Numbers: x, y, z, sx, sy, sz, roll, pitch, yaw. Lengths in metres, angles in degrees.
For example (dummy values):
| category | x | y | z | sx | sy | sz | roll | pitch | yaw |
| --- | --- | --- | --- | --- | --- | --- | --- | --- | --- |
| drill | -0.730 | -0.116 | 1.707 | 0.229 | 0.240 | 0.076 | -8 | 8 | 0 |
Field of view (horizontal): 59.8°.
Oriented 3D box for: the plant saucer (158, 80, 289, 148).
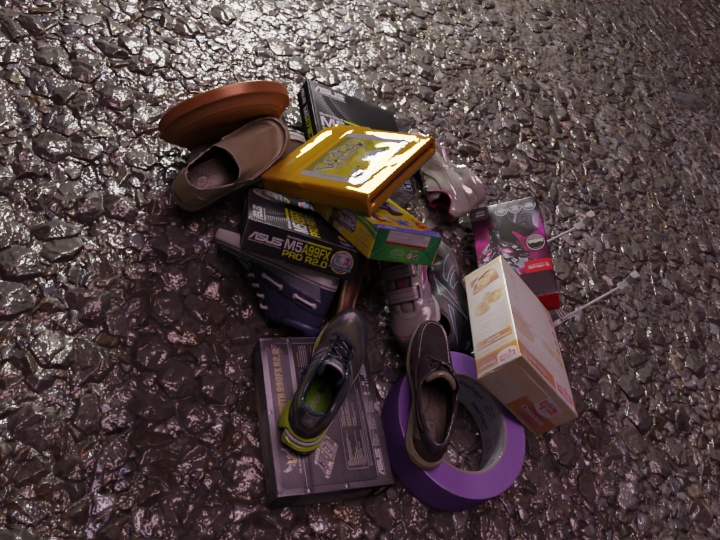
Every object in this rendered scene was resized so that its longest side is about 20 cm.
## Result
| category | x | y | z | sx | sy | sz | roll | pitch | yaw |
| --- | --- | --- | --- | --- | --- | --- | --- | --- | --- |
| plant saucer | -0.196 | -0.222 | 0.920 | 0.196 | 0.199 | 0.033 | -19 | 90 | -34 |

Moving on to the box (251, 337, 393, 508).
| category | x | y | z | sx | sy | sz | roll | pitch | yaw |
| --- | --- | --- | --- | --- | --- | --- | --- | --- | --- |
| box | -0.052 | 0.188 | 0.805 | 0.154 | 0.049 | 0.205 | 2 | 58 | -25 |

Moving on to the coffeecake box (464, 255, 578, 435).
| category | x | y | z | sx | sy | sz | roll | pitch | yaw |
| --- | --- | --- | --- | --- | --- | --- | --- | --- | --- |
| coffeecake box | 0.228 | 0.105 | 0.907 | 0.153 | 0.072 | 0.203 | 44 | 30 | -28 |

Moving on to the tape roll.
| category | x | y | z | sx | sy | sz | roll | pitch | yaw |
| --- | --- | --- | --- | --- | --- | --- | --- | --- | --- |
| tape roll | 0.128 | 0.218 | 0.864 | 0.194 | 0.066 | 0.205 | 14 | 53 | -18 |

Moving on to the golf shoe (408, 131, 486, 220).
| category | x | y | z | sx | sy | sz | roll | pitch | yaw |
| --- | --- | --- | --- | --- | --- | --- | --- | --- | --- |
| golf shoe | 0.134 | -0.172 | 1.126 | 0.091 | 0.076 | 0.200 | -42 | 63 | -7 |

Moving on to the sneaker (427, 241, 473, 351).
| category | x | y | z | sx | sy | sz | roll | pitch | yaw |
| --- | --- | --- | --- | --- | --- | --- | --- | --- | --- |
| sneaker | 0.124 | 0.033 | 0.981 | 0.077 | 0.076 | 0.204 | -12 | 64 | -29 |

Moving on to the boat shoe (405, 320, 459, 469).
| category | x | y | z | sx | sy | sz | roll | pitch | yaw |
| --- | --- | --- | --- | --- | --- | --- | --- | --- | --- |
| boat shoe | 0.098 | 0.149 | 0.810 | 0.070 | 0.065 | 0.204 | 19 | 52 | -12 |

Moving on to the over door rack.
| category | x | y | z | sx | sy | sz | roll | pitch | yaw |
| --- | --- | --- | --- | --- | --- | --- | --- | --- | --- |
| over door rack | 0.372 | 0.007 | 1.115 | 0.196 | 0.067 | 0.150 | -27 | 70 | -15 |

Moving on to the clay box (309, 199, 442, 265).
| category | x | y | z | sx | sy | sz | roll | pitch | yaw |
| --- | --- | --- | --- | --- | --- | --- | --- | --- | --- |
| clay box | 0.013 | -0.075 | 0.887 | 0.112 | 0.049 | 0.200 | 6 | 25 | -35 |

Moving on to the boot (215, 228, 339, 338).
| category | x | y | z | sx | sy | sz | roll | pitch | yaw |
| --- | --- | --- | --- | --- | --- | --- | --- | --- | --- |
| boot | -0.129 | 0.015 | 0.867 | 0.196 | 0.093 | 0.073 | 23 | 4 | 19 |

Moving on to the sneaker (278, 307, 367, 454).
| category | x | y | z | sx | sy | sz | roll | pitch | yaw |
| --- | --- | --- | --- | --- | --- | --- | --- | --- | --- |
| sneaker | -0.032 | 0.124 | 0.773 | 0.072 | 0.081 | 0.203 | 28 | 50 | -6 |

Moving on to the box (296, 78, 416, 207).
| category | x | y | z | sx | sy | sz | roll | pitch | yaw |
| --- | --- | --- | --- | --- | --- | --- | --- | --- | --- |
| box | -0.007 | -0.217 | 1.081 | 0.196 | 0.047 | 0.198 | 11 | 56 | -35 |

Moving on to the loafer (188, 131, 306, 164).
| category | x | y | z | sx | sy | sz | roll | pitch | yaw |
| --- | --- | --- | --- | --- | --- | --- | --- | --- | --- |
| loafer | -0.166 | -0.171 | 0.970 | 0.195 | 0.072 | 0.070 | -19 | 36 | -26 |

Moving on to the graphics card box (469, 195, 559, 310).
| category | x | y | z | sx | sy | sz | roll | pitch | yaw |
| --- | --- | --- | --- | --- | --- | --- | --- | --- | --- |
| graphics card box | 0.258 | -0.024 | 1.061 | 0.122 | 0.051 | 0.205 | -11 | 54 | 15 |

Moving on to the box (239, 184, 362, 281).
| category | x | y | z | sx | sy | sz | roll | pitch | yaw |
| --- | --- | --- | --- | --- | --- | --- | --- | --- | --- |
| box | -0.090 | -0.058 | 0.885 | 0.156 | 0.045 | 0.201 | 18 | 16 | -15 |

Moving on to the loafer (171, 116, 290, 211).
| category | x | y | z | sx | sy | sz | roll | pitch | yaw |
| --- | --- | --- | --- | --- | --- | --- | --- | --- | --- |
| loafer | -0.175 | -0.153 | 0.886 | 0.199 | 0.068 | 0.076 | -40 | 99 | -20 |

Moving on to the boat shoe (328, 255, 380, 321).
| category | x | y | z | sx | sy | sz | roll | pitch | yaw |
| --- | --- | --- | --- | --- | --- | --- | --- | --- | --- |
| boat shoe | 0.000 | 0.000 | 0.942 | 0.066 | 0.073 | 0.204 | 22 | 48 | -9 |

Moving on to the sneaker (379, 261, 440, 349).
| category | x | y | z | sx | sy | sz | roll | pitch | yaw |
| --- | --- | --- | --- | --- | --- | --- | --- | --- | --- |
| sneaker | 0.065 | 0.016 | 0.932 | 0.088 | 0.079 | 0.205 | 43 | 35 | -52 |

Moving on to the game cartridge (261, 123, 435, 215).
| category | x | y | z | sx | sy | sz | roll | pitch | yaw |
| --- | --- | --- | --- | --- | --- | --- | --- | --- | --- |
| game cartridge | -0.017 | -0.153 | 0.894 | 0.196 | 0.033 | 0.176 | 17 | 46 | 33 |
